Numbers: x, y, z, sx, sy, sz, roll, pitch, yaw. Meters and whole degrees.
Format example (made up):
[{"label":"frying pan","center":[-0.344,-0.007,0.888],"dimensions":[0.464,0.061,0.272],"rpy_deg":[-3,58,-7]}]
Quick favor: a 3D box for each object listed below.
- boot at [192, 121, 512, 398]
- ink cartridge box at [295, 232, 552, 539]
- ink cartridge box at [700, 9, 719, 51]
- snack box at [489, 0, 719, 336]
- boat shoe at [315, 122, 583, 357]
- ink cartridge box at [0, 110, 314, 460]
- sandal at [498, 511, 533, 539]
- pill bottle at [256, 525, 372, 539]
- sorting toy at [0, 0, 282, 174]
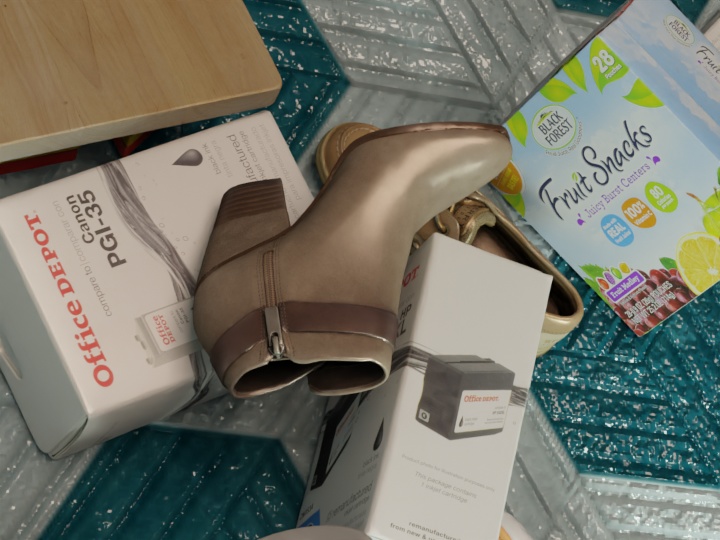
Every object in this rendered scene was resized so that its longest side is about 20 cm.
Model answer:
[{"label":"boot","center":[0.000,0.000,1.596],"dimensions":[0.200,0.070,0.146],"rpy_deg":[-16,52,9]},{"label":"ink cartridge box","center":[0.033,0.100,1.658],"dimensions":[0.084,0.145,0.200],"rpy_deg":[21,62,-13]},{"label":"ink cartridge box","center":[0.303,-0.091,1.891],"dimensions":[0.200,0.067,0.117],"rpy_deg":[44,59,-1]},{"label":"snack box","center":[0.180,-0.067,1.759],"dimensions":[0.169,0.200,0.068],"rpy_deg":[46,59,-1]},{"label":"boat shoe","center":[0.060,-0.029,1.770],"dimensions":[0.200,0.065,0.071],"rpy_deg":[40,59,-4]},{"label":"ink cartridge box","center":[-0.120,0.008,1.665],"dimensions":[0.200,0.083,0.147],"rpy_deg":[-21,79,-30]},{"label":"sandal","center":[0.103,0.237,1.622],"dimensions":[0.059,0.079,0.207],"rpy_deg":[-24,73,-28]},{"label":"pill bottle","center":[-0.019,0.253,1.543],"dimensions":[0.114,0.114,0.200],"rpy_deg":[-24,107,-30]},{"label":"sorting toy","center":[-0.180,-0.151,1.697],"dimensions":[0.199,0.070,0.200],"rpy_deg":[-13,61,-26]}]
